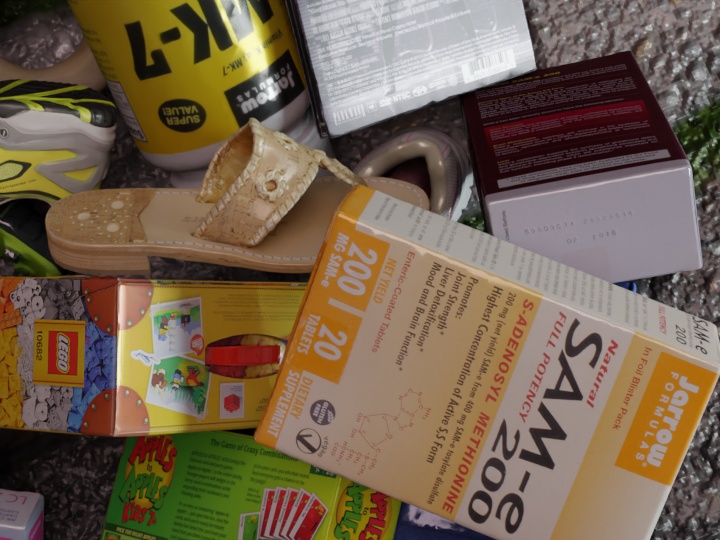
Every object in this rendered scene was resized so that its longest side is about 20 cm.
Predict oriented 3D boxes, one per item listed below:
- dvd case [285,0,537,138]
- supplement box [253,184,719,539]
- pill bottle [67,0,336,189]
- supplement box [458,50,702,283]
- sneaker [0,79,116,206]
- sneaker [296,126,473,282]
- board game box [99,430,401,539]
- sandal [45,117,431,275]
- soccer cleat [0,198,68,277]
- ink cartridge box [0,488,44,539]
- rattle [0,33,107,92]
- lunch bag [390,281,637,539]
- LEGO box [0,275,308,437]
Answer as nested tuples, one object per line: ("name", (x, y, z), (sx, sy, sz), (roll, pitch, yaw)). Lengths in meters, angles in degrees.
("dvd case", (0.017, -0.191, 1.066), (0.148, 0.016, 0.202), (-20, 104, -27))
("supplement box", (0.063, 0.056, 0.939), (0.198, 0.074, 0.127), (21, 105, 3))
("pill bottle", (-0.092, -0.129, 1.081), (0.113, 0.114, 0.201), (-24, 115, 1))
("supplement box", (0.116, -0.057, 1.051), (0.108, 0.200, 0.061), (-10, 114, 4))
("sneaker", (-0.239, -0.068, 1.073), (0.198, 0.076, 0.077), (6, 109, -1))
("sneaker", (0.000, 0.000, 1.106), (0.081, 0.088, 0.202), (21, 83, 8))
("board game box", (-0.066, 0.142, 1.047), (0.199, 0.047, 0.103), (4, 77, 50))
("sandal", (-0.065, -0.046, 1.019), (0.209, 0.070, 0.078), (-5, 39, -4))
("soccer cleat", (-0.240, -0.074, 1.156), (0.200, 0.068, 0.081), (41, 73, 11))
("ink cartridge box", (-0.238, 0.206, 1.063), (0.118, 0.042, 0.202), (8, 120, 5))
("rattle", (-0.182, -0.147, 1.177), (0.198, 0.142, 0.132), (6, 72, -32))
("lunch bag", (0.093, 0.097, 1.056), (0.131, 0.136, 0.202), (7, 84, 7))
("LEGO box", (-0.113, 0.043, 1.024), (0.148, 0.199, 0.078), (1, 89, 37))
